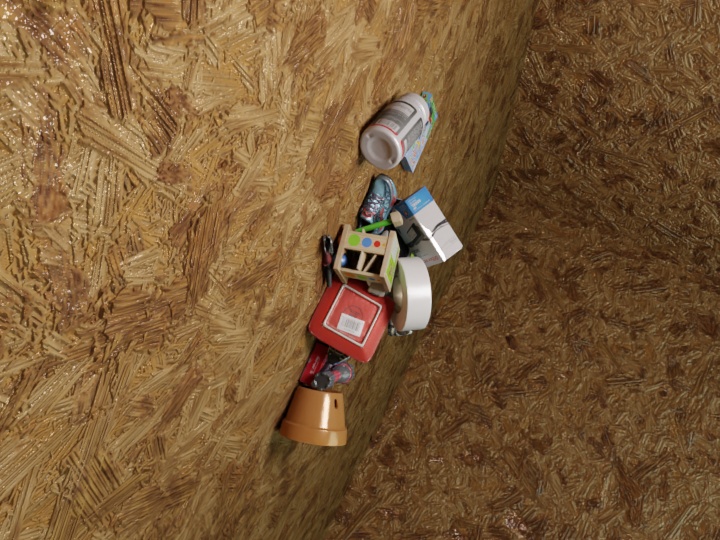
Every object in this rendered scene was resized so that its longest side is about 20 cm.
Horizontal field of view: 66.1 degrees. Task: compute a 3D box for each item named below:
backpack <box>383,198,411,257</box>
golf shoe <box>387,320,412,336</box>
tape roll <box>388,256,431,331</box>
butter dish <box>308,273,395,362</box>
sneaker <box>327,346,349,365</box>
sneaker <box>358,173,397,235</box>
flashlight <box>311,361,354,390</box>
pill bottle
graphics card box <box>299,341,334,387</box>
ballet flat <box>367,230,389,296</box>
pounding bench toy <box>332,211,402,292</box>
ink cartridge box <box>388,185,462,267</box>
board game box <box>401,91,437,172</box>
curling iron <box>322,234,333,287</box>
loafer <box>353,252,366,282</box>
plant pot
[{"bbox_3d":[0.100,-0.119,1.684,0.154,0.160,0.204,30,77,-82],"label":"backpack"},{"bbox_3d":[0.134,0.117,1.794,0.078,0.092,0.204,-71,162,-67],"label":"golf shoe"},{"bbox_3d":[0.132,0.064,1.544,0.202,0.069,0.207,177,-90,-78],"label":"tape roll"},{"bbox_3d":[-0.031,0.134,1.573,0.202,0.198,0.148,-62,-175,-13],"label":"butter dish"},{"bbox_3d":[-0.033,0.225,1.655,0.200,0.078,0.090,-39,156,-46],"label":"sneaker"},{"bbox_3d":[0.041,-0.166,1.533,0.095,0.078,0.203,-38,147,-54],"label":"sneaker"},{"bbox_3d":[-0.075,0.314,1.646,0.069,0.067,0.200,-66,164,4],"label":"flashlight"},{"bbox_3d":[0.090,-0.351,1.378,0.201,0.112,0.115,-54,159,-38],"label":"pill bottle"},{"bbox_3d":[-0.113,0.290,1.701,0.127,0.050,0.200,-66,165,-5],"label":"graphics card box"},{"bbox_3d":[0.048,-0.025,1.547,0.070,0.068,0.204,76,16,-65],"label":"ballet flat"},{"bbox_3d":[0.020,-0.069,1.470,0.124,0.153,0.204,62,40,-68],"label":"pounding bench toy"},{"bbox_3d":[0.179,-0.117,1.568,0.084,0.202,0.144,-36,-175,-20],"label":"ink cartridge box"},{"bbox_3d":[0.175,-0.419,1.698,0.203,0.036,0.151,-66,164,-2],"label":"board game box"},{"bbox_3d":[-0.085,-0.018,1.411,0.202,0.025,0.050,96,-13,-54],"label":"curling iron"},{"bbox_3d":[0.000,0.000,1.628,0.070,0.074,0.202,-47,155,-38],"label":"loafer"},{"bbox_3d":[-0.128,0.416,1.609,0.200,0.196,0.143,33,64,-73],"label":"plant pot"}]
